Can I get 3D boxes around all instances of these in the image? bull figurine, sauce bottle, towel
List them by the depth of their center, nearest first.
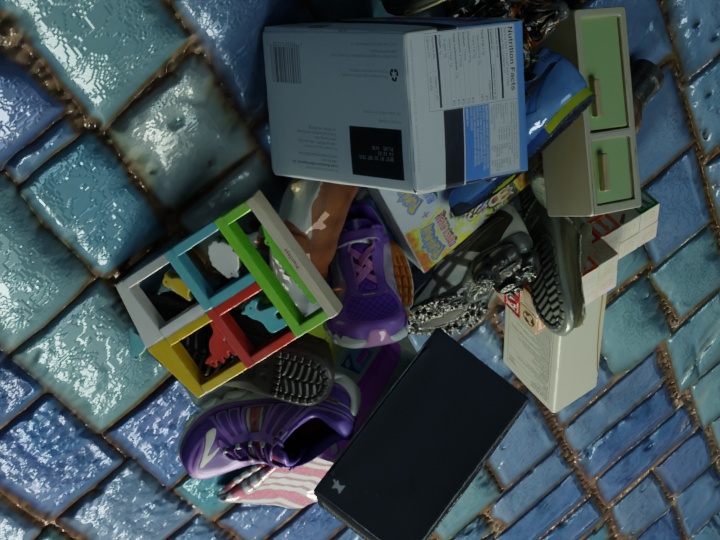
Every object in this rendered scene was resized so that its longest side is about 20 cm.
[{"bbox_3d":[-0.053,-0.046,1.537,0.121,0.065,0.201,23,81,-50],"label":"bull figurine"},{"bbox_3d":[0.254,-0.145,1.758,0.200,0.065,0.065,-52,152,-27],"label":"sauce bottle"},{"bbox_3d":[-0.046,0.219,1.853,0.200,0.030,0.146,-34,152,26],"label":"towel"}]

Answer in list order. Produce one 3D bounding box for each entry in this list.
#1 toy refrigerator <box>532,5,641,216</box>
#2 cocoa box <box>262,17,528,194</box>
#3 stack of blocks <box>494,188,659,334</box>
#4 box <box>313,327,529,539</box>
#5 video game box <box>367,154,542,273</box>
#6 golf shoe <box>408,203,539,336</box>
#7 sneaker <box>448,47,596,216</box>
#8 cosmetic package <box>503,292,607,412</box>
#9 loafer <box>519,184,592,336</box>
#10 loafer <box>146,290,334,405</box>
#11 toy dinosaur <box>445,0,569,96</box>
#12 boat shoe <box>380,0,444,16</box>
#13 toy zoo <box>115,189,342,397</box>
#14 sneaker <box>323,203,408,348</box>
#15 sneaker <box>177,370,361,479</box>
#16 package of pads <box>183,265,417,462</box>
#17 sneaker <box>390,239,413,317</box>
[{"bbox_3d":[0.226,-0.158,1.650,0.076,0.070,0.201,-10,98,-38],"label":"toy refrigerator"},{"bbox_3d":[0.029,-0.145,1.408,0.131,0.200,0.134,-13,105,-37],"label":"cocoa box"},{"bbox_3d":[0.239,-0.028,1.859,0.200,0.115,0.059,-30,144,-20],"label":"stack of blocks"},{"bbox_3d":[0.058,0.180,1.641,0.197,0.117,0.200,-52,172,-9],"label":"box"},{"bbox_3d":[0.095,-0.113,1.681,0.182,0.047,0.200,-39,146,-4],"label":"video game box"},{"bbox_3d":[0.111,0.002,1.801,0.078,0.095,0.200,23,136,-40],"label":"golf shoe"},{"bbox_3d":[0.142,-0.135,1.624,0.200,0.078,0.066,-47,172,35],"label":"sneaker"},{"bbox_3d":[0.227,0.061,1.955,0.073,0.104,0.200,-30,145,-20],"label":"cosmetic package"},{"bbox_3d":[0.219,-0.026,1.765,0.069,0.201,0.075,4,154,-18],"label":"loafer"},{"bbox_3d":[-0.115,0.070,1.568,0.071,0.199,0.073,-58,168,-64],"label":"loafer"},{"bbox_3d":[0.105,-0.201,1.546,0.200,0.136,0.102,-44,102,-2],"label":"toy dinosaur"},{"bbox_3d":[0.101,-0.291,1.471,0.201,0.072,0.060,-29,146,-10],"label":"boat shoe"},{"bbox_3d":[-0.131,0.030,1.504,0.200,0.131,0.020,-32,-170,25],"label":"toy zoo"},{"bbox_3d":[0.000,0.000,1.604,0.080,0.200,0.089,-4,120,-4],"label":"sneaker"},{"bbox_3d":[-0.092,0.159,1.597,0.199,0.084,0.081,-24,128,23],"label":"sneaker"},{"bbox_3d":[-0.063,0.098,1.676,0.200,0.068,0.155,27,107,-30],"label":"package of pads"},{"bbox_3d":[0.016,0.055,1.773,0.075,0.092,0.201,5,112,0],"label":"sneaker"}]
